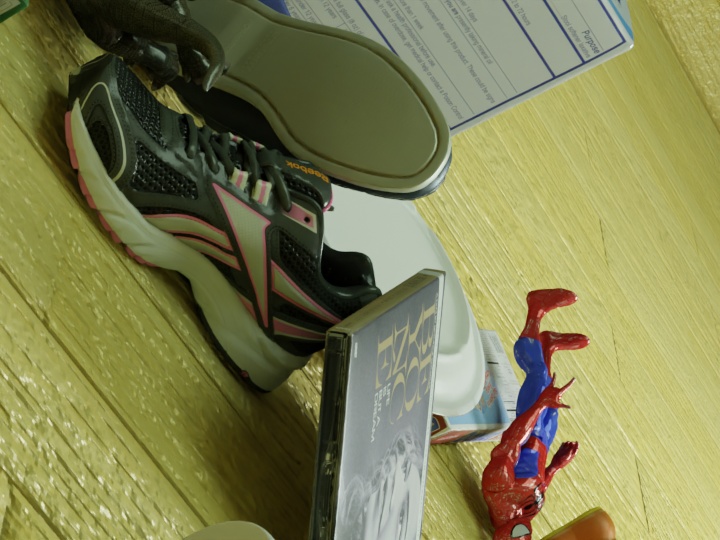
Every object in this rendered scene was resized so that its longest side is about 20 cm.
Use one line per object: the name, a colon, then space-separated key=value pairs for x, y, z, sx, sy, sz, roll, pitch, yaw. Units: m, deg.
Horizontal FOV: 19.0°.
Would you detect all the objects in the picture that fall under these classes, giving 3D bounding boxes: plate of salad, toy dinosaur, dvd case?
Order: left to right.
toy dinosaur: x=-0.115 y=-0.136 z=1.021 sx=0.102 sy=0.077 sz=0.200 roll=41 pitch=22 yaw=-35
plate of salad: x=0.000 y=0.000 z=1.213 sx=0.200 sy=0.048 sz=0.200 roll=42 pitch=26 yaw=-26
dvd case: x=0.009 y=0.086 z=1.031 sx=0.200 sy=0.016 sz=0.149 roll=-30 pitch=126 yaw=-74

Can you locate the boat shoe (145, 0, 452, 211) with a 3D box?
boat shoe: x=-0.031 y=-0.080 z=1.075 sx=0.200 sy=0.075 sz=0.062 roll=24 pitch=-23 yaw=30

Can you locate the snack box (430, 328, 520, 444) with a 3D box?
snack box: x=0.063 y=0.070 z=1.344 sx=0.072 sy=0.024 sz=0.200 roll=68 pitch=16 yaw=11

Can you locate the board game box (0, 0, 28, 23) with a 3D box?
board game box: x=-0.210 y=-0.213 z=0.913 sx=0.200 sy=0.029 sz=0.135 roll=50 pitch=22 yaw=-40

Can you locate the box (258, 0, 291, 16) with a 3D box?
box: x=-0.084 y=-0.187 z=1.156 sx=0.200 sy=0.032 sz=0.121 roll=63 pitch=-5 yaw=-27

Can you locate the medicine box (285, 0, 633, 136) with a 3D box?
medicine box: x=0.042 y=-0.188 z=1.354 sx=0.182 sy=0.199 sz=0.103 roll=51 pitch=21 yaw=-39

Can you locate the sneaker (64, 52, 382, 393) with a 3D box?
sneaker: x=-0.060 y=-0.035 z=1.008 sx=0.200 sy=0.086 sz=0.081 roll=50 pitch=20 yaw=-39

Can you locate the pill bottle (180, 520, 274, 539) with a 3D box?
pill bottle: x=-0.009 y=0.183 z=0.789 sx=0.200 sy=0.110 sz=0.111 roll=55 pitch=18 yaw=-29

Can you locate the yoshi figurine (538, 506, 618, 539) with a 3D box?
yoshi figurine: x=0.163 y=0.249 z=1.298 sx=0.112 sy=0.112 sz=0.200 roll=-26 pitch=76 yaw=-43

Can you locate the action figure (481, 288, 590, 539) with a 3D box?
action figure: x=0.109 y=0.099 z=1.337 sx=0.066 sy=0.051 sz=0.200 roll=75 pitch=26 yaw=-42
